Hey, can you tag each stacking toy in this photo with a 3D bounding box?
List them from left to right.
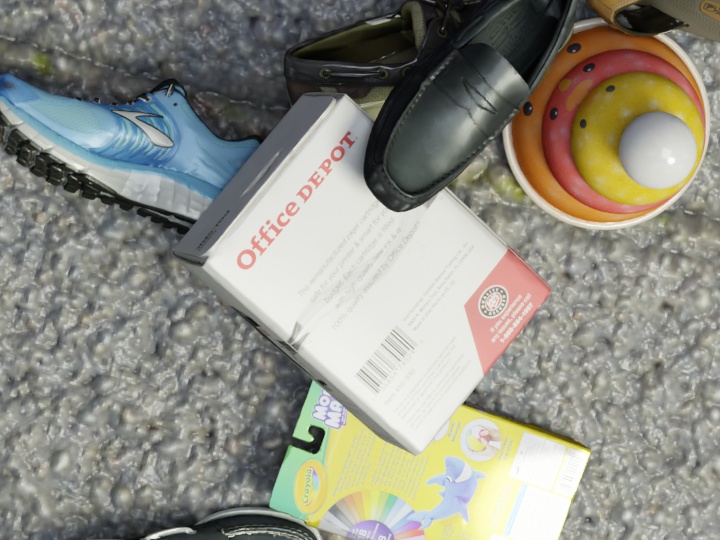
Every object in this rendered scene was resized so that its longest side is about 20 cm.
[{"bbox_3d":[0.180,-0.090,1.694,0.146,0.200,0.146,-1,97,-8],"label":"stacking toy"}]

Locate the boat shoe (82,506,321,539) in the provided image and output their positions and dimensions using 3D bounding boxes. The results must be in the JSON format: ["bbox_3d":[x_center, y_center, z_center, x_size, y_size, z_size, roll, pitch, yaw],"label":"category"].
[{"bbox_3d":[-0.121,0.210,1.763,0.200,0.060,0.076,-12,99,-6],"label":"boat shoe"}]

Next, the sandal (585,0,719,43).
[{"bbox_3d":[0.194,-0.180,1.723,0.200,0.082,0.055,25,63,3],"label":"sandal"}]

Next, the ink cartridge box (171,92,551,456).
[{"bbox_3d":[0.000,0.000,1.690,0.200,0.083,0.147,43,81,-18],"label":"ink cartridge box"}]

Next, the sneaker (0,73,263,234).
[{"bbox_3d":[-0.155,-0.090,1.723,0.200,0.078,0.090,22,78,-16],"label":"sneaker"}]

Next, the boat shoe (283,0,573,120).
[{"bbox_3d":[0.045,-0.149,1.724,0.200,0.073,0.065,-22,133,-5],"label":"boat shoe"}]

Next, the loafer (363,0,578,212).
[{"bbox_3d":[0.072,-0.119,1.643,0.068,0.070,0.201,44,63,-12],"label":"loafer"}]

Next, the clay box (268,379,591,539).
[{"bbox_3d":[0.045,0.141,1.784,0.200,0.048,0.115,20,92,-9],"label":"clay box"}]
